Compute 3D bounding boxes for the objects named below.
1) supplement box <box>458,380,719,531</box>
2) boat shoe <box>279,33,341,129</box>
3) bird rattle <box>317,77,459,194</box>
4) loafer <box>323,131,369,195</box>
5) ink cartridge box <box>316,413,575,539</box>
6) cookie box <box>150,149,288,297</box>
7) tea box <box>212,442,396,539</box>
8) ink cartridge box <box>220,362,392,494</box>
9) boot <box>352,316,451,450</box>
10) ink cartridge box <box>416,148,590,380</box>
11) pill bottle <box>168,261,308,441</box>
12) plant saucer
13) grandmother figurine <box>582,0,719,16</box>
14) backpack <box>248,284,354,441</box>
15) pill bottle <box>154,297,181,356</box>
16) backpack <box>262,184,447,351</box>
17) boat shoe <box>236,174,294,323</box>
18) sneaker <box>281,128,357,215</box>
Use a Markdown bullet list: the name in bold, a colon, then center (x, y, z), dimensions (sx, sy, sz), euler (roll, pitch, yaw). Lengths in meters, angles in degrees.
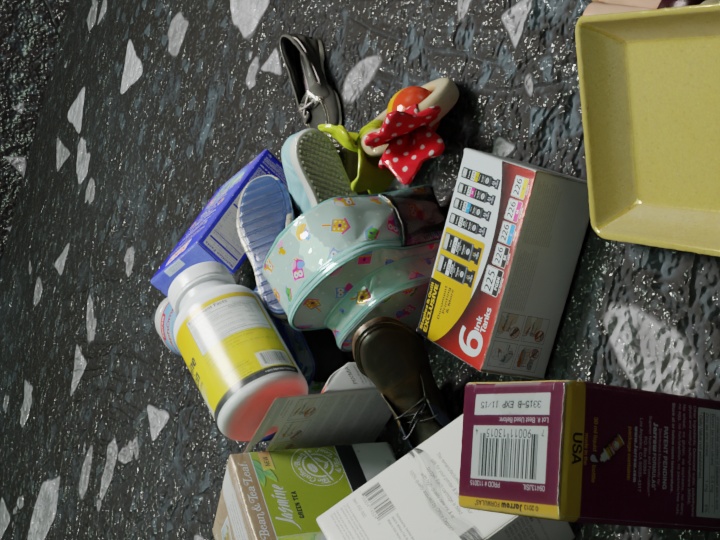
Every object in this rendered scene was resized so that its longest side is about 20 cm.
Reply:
- **supplement box**: center (0.195, 0.147, 0.924), dimensions (0.131, 0.199, 0.104), euler (-12, 71, 58)
- **boat shoe**: center (-0.076, -0.258, 1.651), dimensions (0.067, 0.057, 0.201), euler (-51, 41, 40)
- **bird rattle**: center (0.045, -0.172, 1.342), dimensions (0.163, 0.113, 0.200), euler (-45, 9, -25)
- **loafer**: center (-0.023, -0.087, 1.503), dimensions (0.076, 0.067, 0.201), euler (31, 126, 32)
- **ink cartridge box**: center (0.080, 0.244, 1.108), dimensions (0.199, 0.083, 0.147), euler (-34, 36, -5)
- **cookie box**: center (-0.196, -0.057, 1.690), dimensions (0.171, 0.075, 0.201), euler (-31, 22, 53)
- **tea box**: center (-0.039, 0.307, 1.264), dimensions (0.200, 0.195, 0.134), euler (-118, 34, -46)
- **ink cartridge box**: center (-0.057, 0.179, 1.348), dimensions (0.163, 0.199, 0.057), euler (-60, 45, 30)
- **boot**: center (0.057, 0.128, 1.217), dimensions (0.074, 0.200, 0.097), euler (-34, 51, 0)
- **ink cartridge box**: center (0.134, -0.014, 1.193), dimensions (0.175, 0.083, 0.202), euler (29, 106, 60)
- **pill bottle**: center (-0.149, 0.088, 1.350), dimensions (0.200, 0.111, 0.112), euler (57, 130, 33)
- **plant saucer**: center (0.268, -0.120, 0.984), dimensions (0.200, 0.048, 0.202), euler (14, 115, 59)
- **grandmother figurine**: center (0.273, -0.220, 1.044), dimensions (0.200, 0.060, 0.122), euler (26, 112, 62)
- **backpack**: center (-0.109, 0.117, 1.495), dimensions (0.201, 0.146, 0.184), euler (-59, 46, 39)
- **pill bottle**: center (-0.243, 0.085, 1.785), dimensions (0.200, 0.108, 0.110), euler (8, 88, 60)
- **backpack**: center (0.000, 0.000, 1.302), dimensions (0.176, 0.199, 0.154), euler (-48, 53, 41)
- **boat shoe**: center (-0.103, -0.021, 1.430), dimensions (0.072, 0.072, 0.201), euler (-16, 61, 9)
- **sneaker**: center (-0.043, -0.077, 1.442), dimensions (0.082, 0.074, 0.201), euler (6, 114, 66)
